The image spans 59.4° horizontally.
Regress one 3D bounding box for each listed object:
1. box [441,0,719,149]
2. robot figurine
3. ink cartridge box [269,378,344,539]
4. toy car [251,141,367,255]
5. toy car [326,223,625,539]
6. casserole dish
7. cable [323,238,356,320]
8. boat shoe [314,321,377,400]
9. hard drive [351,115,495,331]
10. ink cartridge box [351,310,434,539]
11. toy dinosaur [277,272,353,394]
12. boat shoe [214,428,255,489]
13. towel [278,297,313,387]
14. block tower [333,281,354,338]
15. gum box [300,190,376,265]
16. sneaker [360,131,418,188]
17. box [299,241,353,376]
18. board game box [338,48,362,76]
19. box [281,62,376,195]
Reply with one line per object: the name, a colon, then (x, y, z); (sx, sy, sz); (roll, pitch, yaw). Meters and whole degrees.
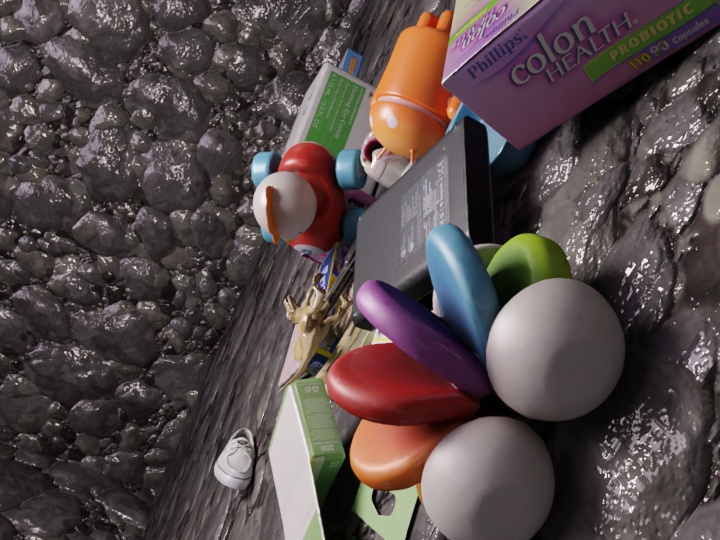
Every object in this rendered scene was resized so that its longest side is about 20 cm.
box: (0.165, -0.232, 0.490); (0.175, 0.096, 0.203); (-30, 37, 47)
robot figurine: (0.083, -0.237, 0.836); (0.117, 0.142, 0.203); (31, -99, -82)
ink cartridge box: (-0.056, 0.246, 0.702); (0.202, 0.047, 0.147); (-112, 31, -41)
toy car: (-0.100, -0.087, 0.951); (0.200, 0.181, 0.180); (-49, -43, -58)
toy car: (0.057, 0.060, 0.417); (0.203, 0.148, 0.175); (-65, 14, 9)
casserole dish: (0.138, -0.147, 0.654); (0.200, 0.038, 0.123); (-161, 93, -77)
cable: (0.000, 0.000, 0.863); (0.097, 0.050, 0.201); (-46, 13, 44)
boat shoe: (0.003, 0.063, 0.747); (0.204, 0.062, 0.073); (-69, -17, 12)
hard drive: (0.054, -0.040, 0.632); (0.200, 0.032, 0.142); (-39, 41, 49)
ink cartridge box: (0.029, 0.143, 0.611); (0.203, 0.047, 0.145); (-68, 14, -12)
toy dinosaur: (-0.056, 0.069, 0.746); (0.102, 0.058, 0.201); (-58, 17, 16)
boat shoe: (-0.242, 0.359, 1.234); (0.200, 0.072, 0.068); (-163, 93, -77)
towel: (-0.086, 0.101, 1.128); (0.200, 0.032, 0.194); (135, 153, -58)
block tower: (0.031, -0.001, 0.800); (0.054, 0.057, 0.203); (-135, 66, -75)
gum box: (-0.043, -0.078, 1.164); (0.115, 0.065, 0.200); (-70, 14, -11)
sneaker: (0.046, -0.186, 0.951); (0.082, 0.087, 0.201); (-60, 16, 26)
box: (-0.031, 0.058, 0.909); (0.064, 0.069, 0.202); (-51, 22, 41)
board game box: (-0.073, -0.570, 2.032); (0.196, 0.055, 0.203); (-46, 26, 55)
box: (-0.048, -0.243, 1.215); (0.202, 0.169, 0.200); (-70, 15, -10)
